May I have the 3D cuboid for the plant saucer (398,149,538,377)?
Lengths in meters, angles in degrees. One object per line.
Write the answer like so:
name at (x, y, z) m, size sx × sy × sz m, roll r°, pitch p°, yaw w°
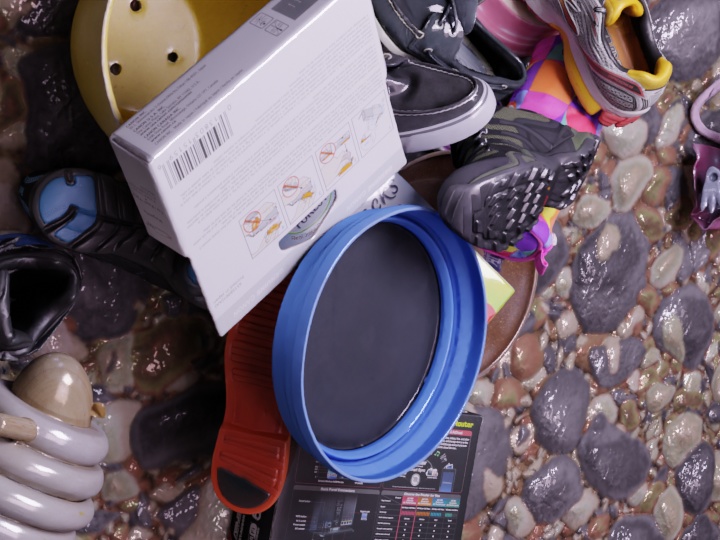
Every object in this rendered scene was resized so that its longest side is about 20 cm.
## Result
plant saucer at (0.062, -0.001, 1.412) m, size 0.200 × 0.037 × 0.201 m, roll -6°, pitch 100°, yaw -35°

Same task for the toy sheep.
toy sheep at (-0.243, 0.146, 1.160) m, size 0.138 × 0.138 × 0.200 m, roll 28°, pitch 96°, yaw -35°

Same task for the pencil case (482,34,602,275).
pencil case at (0.147, -0.096, 1.391) m, size 0.088 × 0.088 × 0.200 m, roll 42°, pitch 61°, yaw -33°

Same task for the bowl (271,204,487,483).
bowl at (0.014, 0.050, 1.220) m, size 0.200 × 0.039 × 0.201 m, roll -16°, pitch 112°, yaw -46°

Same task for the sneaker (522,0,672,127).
sneaker at (0.188, -0.218, 1.355) m, size 0.078 × 0.082 × 0.200 m, roll -28°, pitch 86°, yaw -28°

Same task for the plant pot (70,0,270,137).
plant pot at (-0.122, -0.155, 1.189) m, size 0.200 × 0.142 × 0.201 m, roll -6°, pitch 101°, yaw -34°

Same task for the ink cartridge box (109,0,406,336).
ink cartridge box at (-0.060, -0.081, 1.134) m, size 0.200 × 0.044 × 0.174 m, roll -44°, pitch 145°, yaw -23°

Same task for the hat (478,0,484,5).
hat at (0.048, -0.286, 1.292) m, size 0.200 × 0.081 × 0.201 m, roll -1°, pitch 100°, yaw -8°

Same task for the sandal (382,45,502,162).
sandal at (0.068, -0.161, 1.383) m, size 0.082 × 0.050 × 0.203 m, roll -47°, pitch 121°, yaw -20°

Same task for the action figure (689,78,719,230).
action figure at (0.380, -0.074, 1.615) m, size 0.200 × 0.134 × 0.149 m, roll 20°, pitch 43°, yaw -48°

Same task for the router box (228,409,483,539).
router box at (-0.004, 0.177, 1.375) m, size 0.200 × 0.062 × 0.150 m, roll 9°, pitch 92°, yaw -36°

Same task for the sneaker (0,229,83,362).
sneaker at (-0.278, 0.031, 1.124) m, size 0.200 × 0.111 × 0.077 m, roll -24°, pitch 109°, yaw -31°

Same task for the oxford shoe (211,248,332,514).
oxford shoe at (-0.063, 0.075, 1.251) m, size 0.071 × 0.073 × 0.200 m, roll 19°, pitch 102°, yaw 7°

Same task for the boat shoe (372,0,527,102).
boat shoe at (0.064, -0.183, 1.276) m, size 0.199 × 0.066 × 0.075 m, roll 45°, pitch 40°, yaw -44°

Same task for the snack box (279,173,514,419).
snack box at (0.000, 0.000, 1.312) m, size 0.200 × 0.053 × 0.142 m, roll 45°, pitch 76°, yaw -11°

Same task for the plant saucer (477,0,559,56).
plant saucer at (0.143, -0.279, 1.419) m, size 0.200 × 0.051 × 0.201 m, roll -7°, pitch 102°, yaw -35°

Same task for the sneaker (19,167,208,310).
sneaker at (-0.149, -0.029, 1.217) m, size 0.200 × 0.082 × 0.073 m, roll 26°, pitch 88°, yaw -29°

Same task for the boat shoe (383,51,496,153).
boat shoe at (-0.002, -0.136, 1.249) m, size 0.070 × 0.200 × 0.066 m, roll -66°, pitch 150°, yaw -31°

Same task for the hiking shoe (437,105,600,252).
hiking shoe at (0.095, -0.075, 1.265) m, size 0.200 × 0.101 × 0.076 m, roll -23°, pitch 138°, yaw -56°
